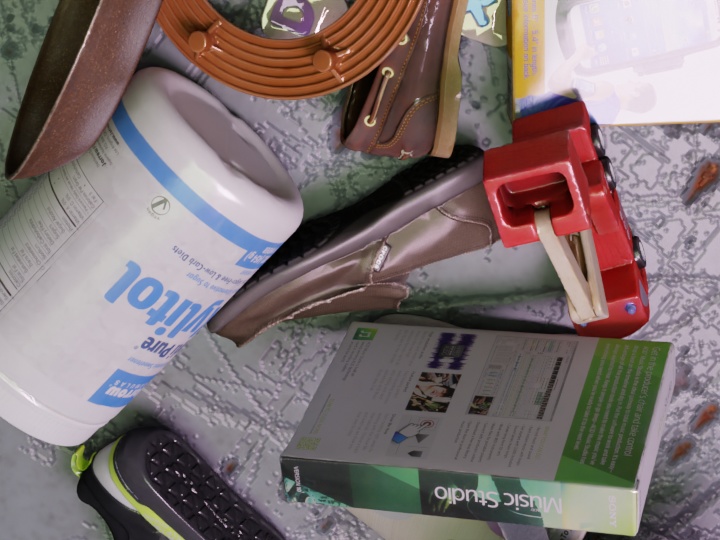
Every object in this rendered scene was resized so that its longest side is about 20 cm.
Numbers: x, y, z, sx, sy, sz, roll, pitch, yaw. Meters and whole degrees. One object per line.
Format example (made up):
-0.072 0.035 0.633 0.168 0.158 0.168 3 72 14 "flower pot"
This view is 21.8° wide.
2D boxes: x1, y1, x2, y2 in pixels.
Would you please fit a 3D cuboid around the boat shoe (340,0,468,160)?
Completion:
0.028 -0.158 1.067 0.070 0.070 0.200 4 109 -7 "boat shoe"

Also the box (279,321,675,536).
0.070 0.086 1.063 0.200 0.144 0.036 3 122 18 "box"

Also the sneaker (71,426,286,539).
-0.109 0.182 1.207 0.083 0.072 0.200 -27 106 34 "sneaker"

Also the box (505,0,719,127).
0.186 -0.147 1.096 0.200 0.041 0.119 -2 111 2 "box"

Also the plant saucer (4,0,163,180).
-0.142 -0.137 1.026 0.037 0.200 0.201 21 107 -17 "plant saucer"

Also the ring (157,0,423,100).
-0.050 -0.195 1.053 0.200 0.019 0.201 6 104 25 "ring"

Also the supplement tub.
-0.143 -0.008 1.101 0.132 0.132 0.200 41 104 -12 "supplement tub"

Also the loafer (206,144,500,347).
0.000 0.000 1.131 0.200 0.073 0.071 -28 106 10 "loafer"

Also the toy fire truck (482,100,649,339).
0.122 -0.019 1.063 0.049 0.141 0.200 -14 127 15 "toy fire truck"

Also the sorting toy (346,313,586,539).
0.064 0.119 1.172 0.180 0.107 0.200 27 107 12 "sorting toy"

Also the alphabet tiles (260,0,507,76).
0.018 -0.215 1.093 0.195 0.015 0.200 20 108 -6 "alphabet tiles"

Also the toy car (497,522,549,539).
0.136 0.210 1.054 0.200 0.164 0.158 42 144 -23 "toy car"
